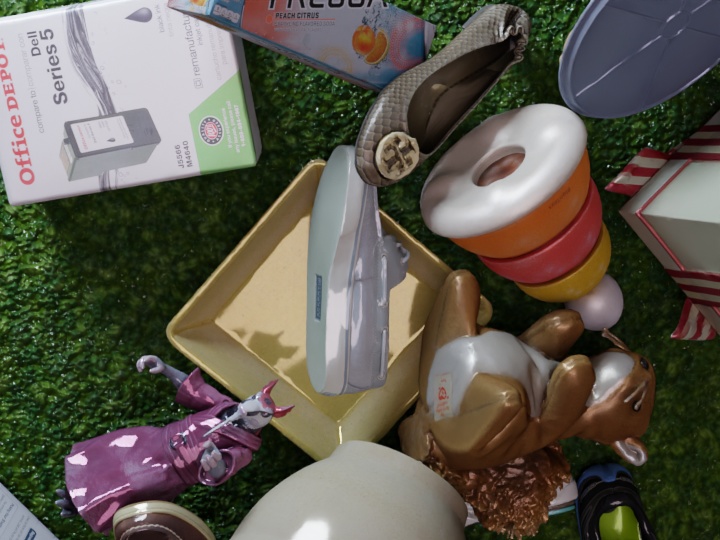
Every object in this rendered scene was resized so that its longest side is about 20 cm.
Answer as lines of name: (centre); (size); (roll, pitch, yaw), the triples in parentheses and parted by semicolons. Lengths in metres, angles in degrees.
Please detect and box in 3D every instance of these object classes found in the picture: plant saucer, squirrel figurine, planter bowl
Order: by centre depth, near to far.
planter bowl: (0.004, 0.219, 1.053); (0.200, 0.200, 0.135); (34, 63, -9)
squirrel figurine: (0.140, 0.119, 1.095); (0.186, 0.142, 0.200); (8, 125, -27)
plant saucer: (-0.026, 0.037, 1.128); (0.200, 0.048, 0.200); (40, 100, -11)

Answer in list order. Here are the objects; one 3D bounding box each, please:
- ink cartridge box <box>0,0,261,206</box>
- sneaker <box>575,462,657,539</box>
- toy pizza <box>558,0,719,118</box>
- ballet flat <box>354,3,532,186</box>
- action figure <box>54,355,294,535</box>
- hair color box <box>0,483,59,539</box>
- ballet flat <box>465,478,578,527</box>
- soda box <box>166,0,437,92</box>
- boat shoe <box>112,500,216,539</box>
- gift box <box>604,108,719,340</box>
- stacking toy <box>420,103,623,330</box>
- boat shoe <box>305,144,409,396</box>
ink cartridge box: (-0.190, -0.141, 1.062); (0.200, 0.084, 0.146); (-10, 104, 1)
sneaker: (0.228, 0.269, 1.172); (0.071, 0.083, 0.200); (-12, 104, 2)
toy pizza: (0.232, -0.197, 1.028); (0.200, 0.200, 0.032); (-37, 61, 7)
ballet flat: (0.070, -0.137, 1.040); (0.200, 0.046, 0.067); (-46, 132, -24)
action figure: (-0.140, 0.155, 1.089); (0.200, 0.134, 0.149); (-24, 135, 4)
hair color box: (-0.314, 0.241, 1.145); (0.061, 0.100, 0.200); (-41, 101, 9)
ballet flat: (0.087, 0.199, 1.169); (0.200, 0.069, 0.070); (-15, 104, -2)
soda box: (-0.041, -0.191, 1.010); (0.200, 0.068, 0.064); (16, 95, -39)
boat shoe: (-0.142, 0.260, 1.061); (0.072, 0.072, 0.200); (-12, 132, 2)
gift box: (0.317, -0.035, 1.044); (0.200, 0.187, 0.185); (-39, 104, -8)
stacking toy: (0.153, -0.021, 1.093); (0.146, 0.146, 0.200); (-33, 119, 7)
boat shoe: (0.000, 0.001, 1.069); (0.071, 0.070, 0.201); (0, 102, -22)
